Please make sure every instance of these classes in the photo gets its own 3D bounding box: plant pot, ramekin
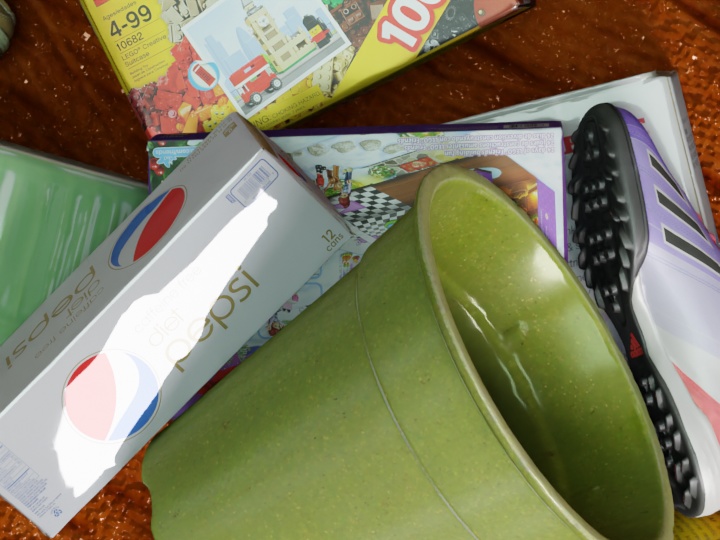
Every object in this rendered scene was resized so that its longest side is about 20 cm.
[{"bbox_3d":[0.010,0.085,1.358,0.190,0.200,0.200,-31,90,21],"label":"plant pot"},{"bbox_3d":[-0.186,-0.016,1.501,0.199,0.200,0.098,16,92,9],"label":"ramekin"}]

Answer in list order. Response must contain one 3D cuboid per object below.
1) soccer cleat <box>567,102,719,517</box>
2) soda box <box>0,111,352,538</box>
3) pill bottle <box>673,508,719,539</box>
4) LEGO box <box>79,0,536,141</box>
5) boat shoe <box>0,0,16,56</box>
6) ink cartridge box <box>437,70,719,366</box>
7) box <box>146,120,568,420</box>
[{"bbox_3d":[0.155,0.014,1.426,0.073,0.068,0.201,-15,86,-18],"label":"soccer cleat"},{"bbox_3d":[-0.100,0.023,1.383,0.200,0.068,0.064,-45,113,3],"label":"soda box"},{"bbox_3d":[0.160,0.167,1.454,0.200,0.113,0.113,-8,96,-28],"label":"pill bottle"},{"bbox_3d":[-0.034,-0.155,1.512,0.200,0.077,0.149,-27,91,12],"label":"LEGO box"},{"bbox_3d":[-0.247,-0.194,1.557,0.200,0.072,0.076,42,68,-8],"label":"boat shoe"},{"bbox_3d":[0.111,0.011,1.500,0.145,0.083,0.201,-13,94,12],"label":"ink cartridge box"},{"bbox_3d":[0.000,0.000,1.443,0.199,0.039,0.137,-1,98,4],"label":"box"}]
